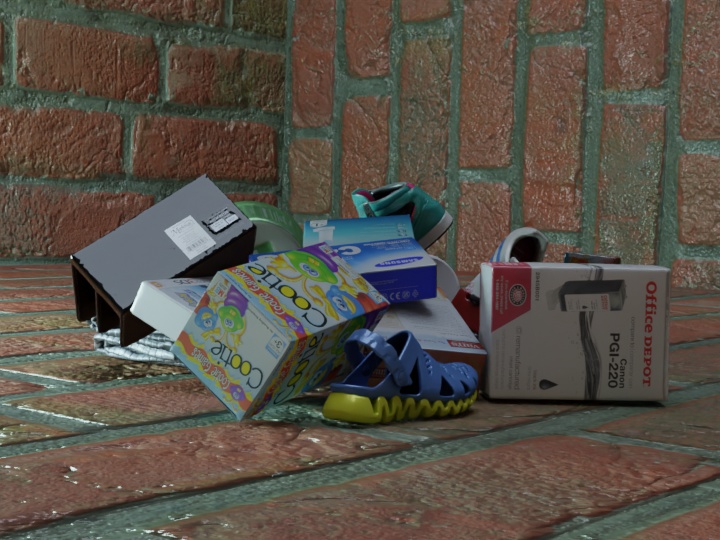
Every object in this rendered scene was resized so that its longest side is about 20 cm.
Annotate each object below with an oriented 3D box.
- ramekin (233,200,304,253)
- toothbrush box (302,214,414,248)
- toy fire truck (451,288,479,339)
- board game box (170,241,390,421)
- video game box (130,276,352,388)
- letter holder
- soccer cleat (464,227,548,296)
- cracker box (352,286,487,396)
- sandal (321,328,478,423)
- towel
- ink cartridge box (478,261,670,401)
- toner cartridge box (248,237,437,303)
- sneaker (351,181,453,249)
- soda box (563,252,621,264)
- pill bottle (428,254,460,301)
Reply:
[{"bbox_3d":[-0.163,0.003,1.984,0.197,0.203,0.098,1,11,-10],"label":"ramekin"},{"bbox_3d":[0.000,0.000,1.681,0.144,0.086,0.200,-4,18,-1],"label":"toothbrush box"},{"bbox_3d":[0.168,0.081,1.625,0.199,0.049,0.141,32,-3,33],"label":"toy fire truck"},{"bbox_3d":[-0.075,0.055,1.316,0.105,0.103,0.199,42,26,16],"label":"board game box"},{"bbox_3d":[-0.126,0.069,1.475,0.199,0.047,0.182,30,17,23],"label":"video game box"},{"bbox_3d":[-0.233,0.007,1.576,0.199,0.143,0.101,-35,66,-29],"label":"letter holder"},{"bbox_3d":[0.185,0.025,1.786,0.069,0.201,0.086,33,-10,-9],"label":"soccer cleat"},{"bbox_3d":[0.049,0.073,1.490,0.132,0.058,0.200,6,18,-14],"label":"cracker box"},{"bbox_3d":[0.046,0.100,1.301,0.079,0.088,0.199,2,1,41],"label":"sandal"},{"bbox_3d":[-0.225,0.050,1.669,0.198,0.087,0.165,5,25,38],"label":"towel"},{"bbox_3d":[0.232,0.066,1.443,0.197,0.148,0.085,1,2,-5],"label":"ink cartridge box"},{"bbox_3d":[-0.021,0.006,1.495,0.197,0.044,0.095,-7,23,-15],"label":"toner cartridge box"},{"bbox_3d":[0.016,-0.050,1.810,0.199,0.121,0.084,-40,12,4],"label":"sneaker"},{"bbox_3d":[0.303,0.010,1.736,0.067,0.064,0.200,7,1,13],"label":"soda box"},{"bbox_3d":[0.083,0.037,1.894,0.110,0.113,0.200,1,-8,-6],"label":"pill bottle"}]
